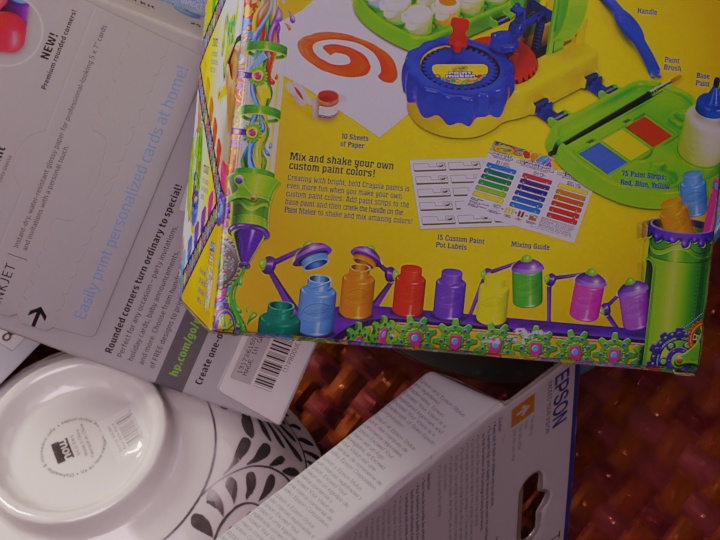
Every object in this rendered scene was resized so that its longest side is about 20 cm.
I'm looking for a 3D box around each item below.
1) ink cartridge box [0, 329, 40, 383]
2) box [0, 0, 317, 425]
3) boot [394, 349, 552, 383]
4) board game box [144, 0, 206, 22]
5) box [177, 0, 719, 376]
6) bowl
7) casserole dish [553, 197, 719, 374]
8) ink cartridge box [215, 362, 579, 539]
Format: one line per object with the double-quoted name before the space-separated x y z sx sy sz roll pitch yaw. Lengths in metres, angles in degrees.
"ink cartridge box" -0.248 0.031 1.306 0.200 0.057 0.163 -47 50 8
"box" -0.098 -0.037 1.201 0.199 0.041 0.156 19 106 -15
"boot" 0.000 0.000 1.308 0.199 0.075 0.074 23 74 -7
"board game box" 0.005 -0.122 1.217 0.199 0.035 0.136 14 118 -12
"box" 0.038 -0.067 1.123 0.199 0.122 0.194 6 95 -10
"bowl" -0.118 0.101 1.253 0.200 0.094 0.201 -7 54 10
"casserole dish" 0.140 -0.043 1.264 0.039 0.121 0.200 38 94 25
"ink cartridge box" 0.010 0.135 1.212 0.200 0.197 0.043 -37 59 -25
